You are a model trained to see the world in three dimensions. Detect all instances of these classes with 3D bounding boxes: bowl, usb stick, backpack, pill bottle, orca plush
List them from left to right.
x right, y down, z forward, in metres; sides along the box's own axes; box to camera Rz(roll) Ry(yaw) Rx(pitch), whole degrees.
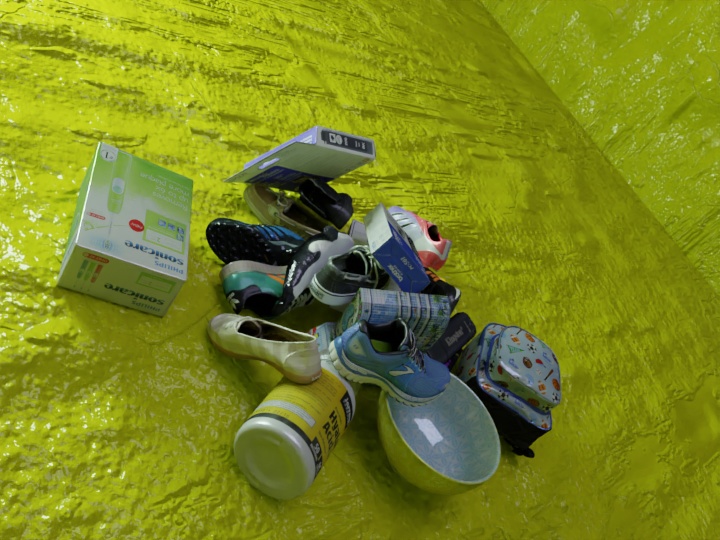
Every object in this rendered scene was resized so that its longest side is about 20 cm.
[{"bbox_3d":[-0.085,-0.005,1.025,0.069,0.107,0.201,13,46,25],"label":"orca plush"},{"bbox_3d":[-0.071,0.188,0.886,0.111,0.112,0.200,42,34,0],"label":"pill bottle"},{"bbox_3d":[0.095,0.246,0.991,0.196,0.109,0.203,23,36,-18],"label":"bowl"},{"bbox_3d":[0.151,0.124,1.190,0.056,0.033,0.199,50,34,9],"label":"usb stick"},{"bbox_3d":[0.256,0.185,1.187,0.198,0.154,0.192,36,30,-12],"label":"backpack"}]

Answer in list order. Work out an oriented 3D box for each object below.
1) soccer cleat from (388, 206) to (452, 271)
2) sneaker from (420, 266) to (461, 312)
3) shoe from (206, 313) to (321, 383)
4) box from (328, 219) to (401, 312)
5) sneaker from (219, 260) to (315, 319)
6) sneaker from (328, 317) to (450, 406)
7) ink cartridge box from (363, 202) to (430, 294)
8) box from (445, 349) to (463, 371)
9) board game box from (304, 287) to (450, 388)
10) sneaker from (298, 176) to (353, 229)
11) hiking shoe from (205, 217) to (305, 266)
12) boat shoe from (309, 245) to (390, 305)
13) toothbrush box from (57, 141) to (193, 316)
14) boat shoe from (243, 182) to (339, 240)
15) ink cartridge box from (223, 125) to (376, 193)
[{"bbox_3d":[0.119,-0.081,1.376,0.065,0.078,0.201,11,32,-36],"label":"soccer cleat"},{"bbox_3d":[0.120,0.036,1.242,0.089,0.071,0.200,29,7,-9],"label":"sneaker"},{"bbox_3d":[-0.129,0.088,0.900,0.196,0.055,0.069,17,32,32],"label":"shoe"},{"bbox_3d":[0.018,0.002,1.174,0.114,0.061,0.202,19,33,-6],"label":"box"},{"bbox_3d":[-0.120,0.039,1.040,0.196,0.072,0.081,3,53,-36],"label":"sneaker"},{"bbox_3d":[0.056,0.121,0.925,0.197,0.089,0.080,22,33,-34],"label":"sneaker"},{"bbox_3d":[0.053,-0.036,1.071,0.094,0.044,0.201,49,10,-16],"label":"ink cartridge box"},{"bbox_3d":[0.084,0.111,1.195,0.200,0.036,0.143,44,34,3],"label":"box"},{"bbox_3d":[0.010,0.109,1.013,0.195,0.201,0.063,4,54,-24],"label":"board game box"},{"bbox_3d":[-0.066,-0.131,1.218,0.103,0.060,0.200,38,8,-14],"label":"sneaker"},{"bbox_3d":[-0.162,-0.039,1.089,0.196,0.076,0.087,21,19,-32],"label":"hiking shoe"},{"bbox_3d":[-0.002,-0.002,1.023,0.074,0.069,0.197,45,26,23],"label":"boat shoe"},{"bbox_3d":[-0.313,-0.057,0.925,0.143,0.086,0.204,21,41,-28],"label":"toothbrush box"},{"bbox_3d":[-0.114,-0.094,1.186,0.198,0.063,0.074,36,35,-10],"label":"boat shoe"},{"bbox_3d":[-0.106,-0.190,1.170,0.197,0.195,0.045,0,76,-49],"label":"ink cartridge box"}]
